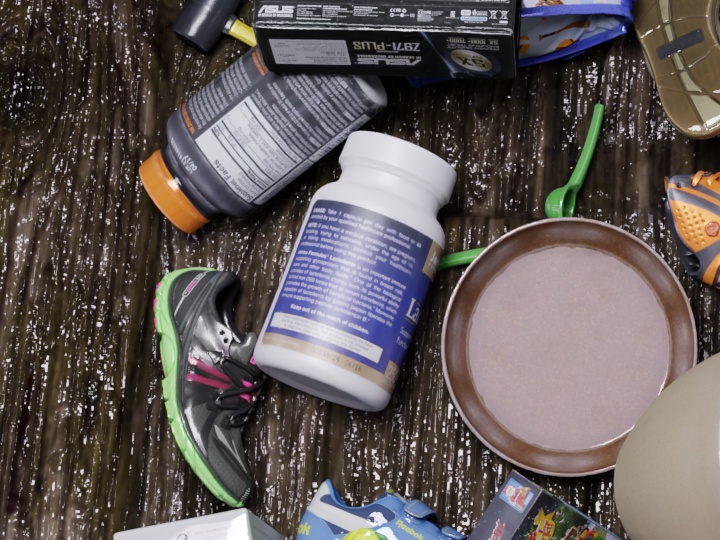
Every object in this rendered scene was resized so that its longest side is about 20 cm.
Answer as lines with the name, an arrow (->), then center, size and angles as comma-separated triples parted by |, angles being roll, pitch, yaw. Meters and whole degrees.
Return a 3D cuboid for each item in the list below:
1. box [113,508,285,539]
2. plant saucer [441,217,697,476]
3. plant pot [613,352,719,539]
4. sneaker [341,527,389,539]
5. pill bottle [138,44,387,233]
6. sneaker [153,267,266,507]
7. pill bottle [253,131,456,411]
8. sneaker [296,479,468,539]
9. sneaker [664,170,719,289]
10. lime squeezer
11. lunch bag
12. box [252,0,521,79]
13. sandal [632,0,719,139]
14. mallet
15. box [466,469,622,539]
box -> -0.107, 0.296, 1.625 | 0.105, 0.152, 0.202 | -10, 73, 6
plant saucer -> 0.163, 0.060, 1.687 | 0.198, 0.034, 0.202 | 0, 87, 6
plant pot -> 0.268, 0.157, 1.595 | 0.134, 0.199, 0.202 | -14, 70, 42
sneaker -> 0.016, 0.276, 1.620 | 0.083, 0.202, 0.074 | -6, 29, -8
pill bottle -> -0.084, -0.116, 1.744 | 0.199, 0.106, 0.107 | -37, 72, 12
sneaker -> -0.112, 0.089, 1.720 | 0.083, 0.077, 0.202 | -15, 75, 10
pill bottle -> 0.000, 0.000, 1.703 | 0.115, 0.116, 0.201 | 18, 80, 14
sneaker -> 0.043, 0.213, 1.663 | 0.198, 0.074, 0.083 | 10, 74, 10
sneaker -> 0.298, -0.083, 1.694 | 0.111, 0.078, 0.202 | 10, 78, 11
lime squeezer -> 0.143, -0.046, 1.739 | 0.200, 0.038, 0.071 | -43, 42, -2
lunch bag -> 0.117, -0.256, 1.748 | 0.198, 0.124, 0.172 | -12, 72, 14
box -> 0.025, -0.239, 1.646 | 0.198, 0.086, 0.165 | 2, 72, 6
sandal -> 0.266, -0.183, 1.733 | 0.080, 0.054, 0.201 | -19, 56, 19
mallet -> -0.059, -0.188, 1.807 | 0.199, 0.041, 0.066 | 23, 84, 11
box -> 0.108, 0.263, 1.596 | 0.038, 0.136, 0.201 | 33, 89, 48
